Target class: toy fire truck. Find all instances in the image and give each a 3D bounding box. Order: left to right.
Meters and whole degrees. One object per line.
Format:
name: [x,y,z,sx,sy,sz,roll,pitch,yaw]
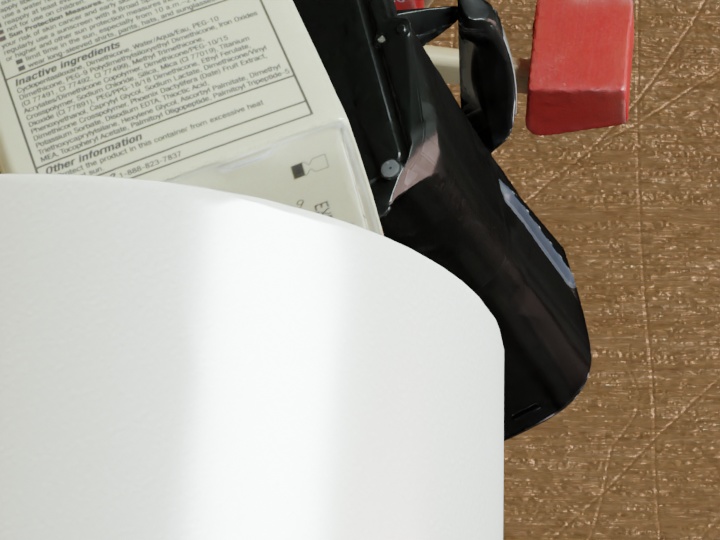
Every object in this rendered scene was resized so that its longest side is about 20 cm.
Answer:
toy fire truck: [0.007,-0.112,1.068,0.141,0.200,0.049,69,25,-59]

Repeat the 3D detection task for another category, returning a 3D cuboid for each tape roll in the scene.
tape roll: [-0.066,0.081,0.617,0.203,0.203,0.139,88,3,-68]

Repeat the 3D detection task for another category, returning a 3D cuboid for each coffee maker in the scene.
coffee maker: [0.000,0.000,1.021,0.200,0.135,0.192,51,43,-52]

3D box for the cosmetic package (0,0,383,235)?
cosmetic package: [-0.071,-0.068,0.826,0.087,0.103,0.200,74,-5,-49]
